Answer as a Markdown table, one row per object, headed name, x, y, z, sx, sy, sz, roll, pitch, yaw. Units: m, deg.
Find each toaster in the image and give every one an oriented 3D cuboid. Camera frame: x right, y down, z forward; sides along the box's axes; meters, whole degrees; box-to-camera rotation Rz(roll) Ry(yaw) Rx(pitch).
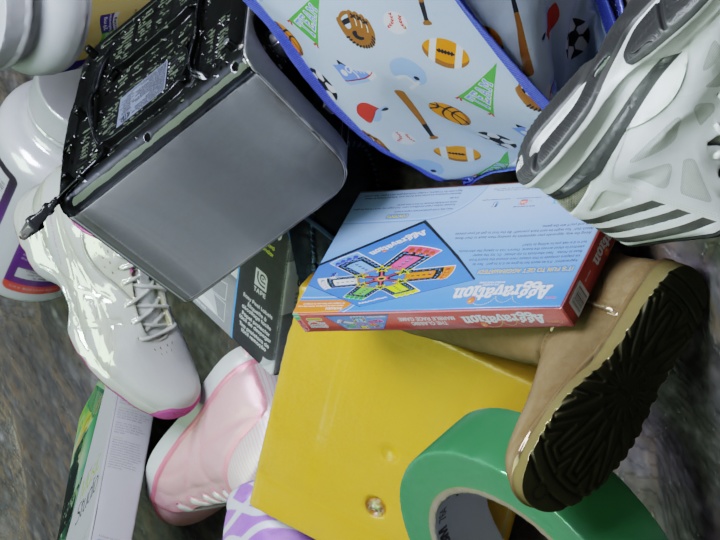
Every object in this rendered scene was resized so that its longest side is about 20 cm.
| name | x | y | z | sx | sy | sz | roll | pitch | yaw |
| --- | --- | --- | --- | --- | --- | --- | --- | --- | --- |
| toaster | -0.097 | -0.097 | 1.570 | 0.200 | 0.119 | 0.181 | -36 | 29 | 25 |

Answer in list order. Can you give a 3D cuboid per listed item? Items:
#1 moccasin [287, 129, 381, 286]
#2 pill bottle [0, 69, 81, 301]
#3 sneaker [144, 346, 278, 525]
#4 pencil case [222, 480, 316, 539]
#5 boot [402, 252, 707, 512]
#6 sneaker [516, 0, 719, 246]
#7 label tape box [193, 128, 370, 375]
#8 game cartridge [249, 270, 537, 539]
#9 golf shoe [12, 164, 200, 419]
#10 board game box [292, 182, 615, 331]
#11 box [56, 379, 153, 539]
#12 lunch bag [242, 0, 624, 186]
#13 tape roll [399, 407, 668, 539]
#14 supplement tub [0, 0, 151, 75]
| name | x | y | z | sx | sy | sz | roll | pitch | yaw |
| --- | --- | --- | --- | --- | --- | --- | --- | --- | --- |
| moccasin | 0.000 | 0.000 | 1.635 | 0.068 | 0.080 | 0.201 | 45 | 150 | 48 |
| pill bottle | -0.231 | -0.075 | 1.893 | 0.112 | 0.111 | 0.200 | 58 | 142 | 22 |
| sneaker | -0.091 | 0.150 | 1.813 | 0.105 | 0.075 | 0.200 | 61 | 140 | 28 |
| pencil case | -0.052 | 0.235 | 1.698 | 0.084 | 0.085 | 0.201 | -16 | 53 | 25 |
| boot | 0.087 | 0.045 | 1.465 | 0.200 | 0.175 | 0.066 | 17 | 151 | 48 |
| sneaker | 0.186 | -0.095 | 1.343 | 0.201 | 0.115 | 0.076 | -49 | 18 | 24 |
| label tape box | -0.066 | -0.053 | 1.708 | 0.144 | 0.063 | 0.201 | 40 | 134 | 40 |
| game cartridge | 0.025 | 0.110 | 1.612 | 0.176 | 0.032 | 0.201 | 26 | 126 | 15 |
| golf shoe | -0.170 | 0.011 | 1.770 | 0.200 | 0.075 | 0.092 | 56 | 136 | 8 |
| board game box | 0.059 | -0.009 | 1.479 | 0.199 | 0.103 | 0.019 | -2 | 136 | 40 |
| box | -0.196 | 0.163 | 1.907 | 0.144 | 0.036 | 0.201 | 123 | 160 | -50 |
| lunch bag | 0.053 | -0.144 | 1.447 | 0.200 | 0.124 | 0.170 | 53 | 148 | -16 |
| tape roll | 0.111 | 0.177 | 1.504 | 0.200 | 0.048 | 0.201 | 35 | 147 | 27 |
| supplement tub | -0.182 | -0.211 | 1.690 | 0.145 | 0.199 | 0.146 | 26 | 124 | 48 |
